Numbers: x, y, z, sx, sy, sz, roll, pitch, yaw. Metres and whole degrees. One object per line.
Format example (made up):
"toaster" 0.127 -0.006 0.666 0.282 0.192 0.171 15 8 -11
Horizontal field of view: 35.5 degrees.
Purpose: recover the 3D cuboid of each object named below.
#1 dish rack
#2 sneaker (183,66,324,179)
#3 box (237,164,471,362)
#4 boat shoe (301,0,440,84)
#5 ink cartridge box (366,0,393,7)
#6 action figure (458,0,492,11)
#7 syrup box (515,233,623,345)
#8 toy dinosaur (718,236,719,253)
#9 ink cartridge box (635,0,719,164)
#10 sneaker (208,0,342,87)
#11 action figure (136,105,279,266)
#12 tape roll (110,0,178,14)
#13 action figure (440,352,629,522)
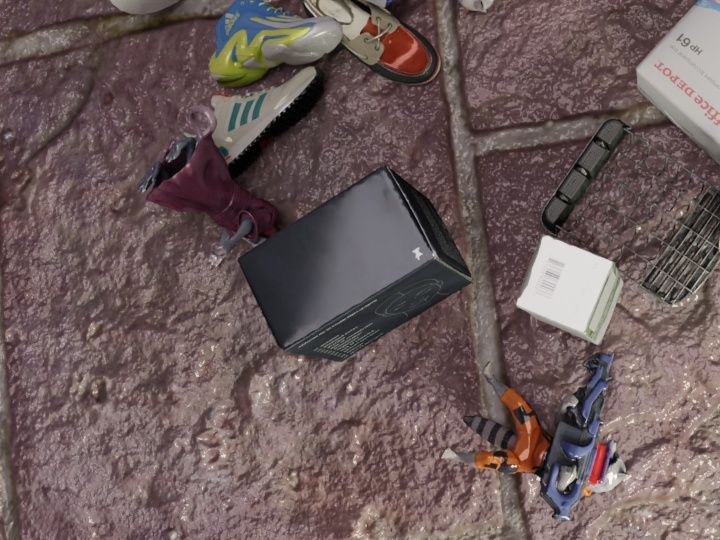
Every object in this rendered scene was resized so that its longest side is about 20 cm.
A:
"dish rack" 0.315 -0.064 1.262 0.199 0.055 0.154 37 96 15
"sneaker" -0.139 -0.201 1.404 0.199 0.070 0.094 -42 80 11
"box" 0.000 0.000 1.274 0.199 0.196 0.125 -31 76 11
"boat shoe" 0.009 -0.294 1.375 0.199 0.063 0.071 37 93 16
"ink cartridge box" -0.033 -0.388 1.378 0.198 0.094 0.045 25 130 17
"action figure" 0.148 -0.404 1.339 0.198 0.105 0.196 -2 90 -9
"syrup box" 0.227 0.024 1.200 0.081 0.200 0.079 23 90 16
"toy dinosaur" 0.437 -0.028 1.215 0.100 0.058 0.202 -19 112 1
"ink cartridge box" 0.420 -0.236 1.232 0.145 0.085 0.200 45 99 16
"sneaker" -0.113 -0.301 1.387 0.198 0.075 0.106 -13 79 31
"action figure" -0.162 -0.085 1.367 0.199 0.134 0.150 30 80 -25
"tape roll" -0.254 -0.418 1.395 0.202 0.202 0.071 -45 75 8
"action figure" 0.213 0.178 1.262 0.192 0.105 0.201 26 67 11
